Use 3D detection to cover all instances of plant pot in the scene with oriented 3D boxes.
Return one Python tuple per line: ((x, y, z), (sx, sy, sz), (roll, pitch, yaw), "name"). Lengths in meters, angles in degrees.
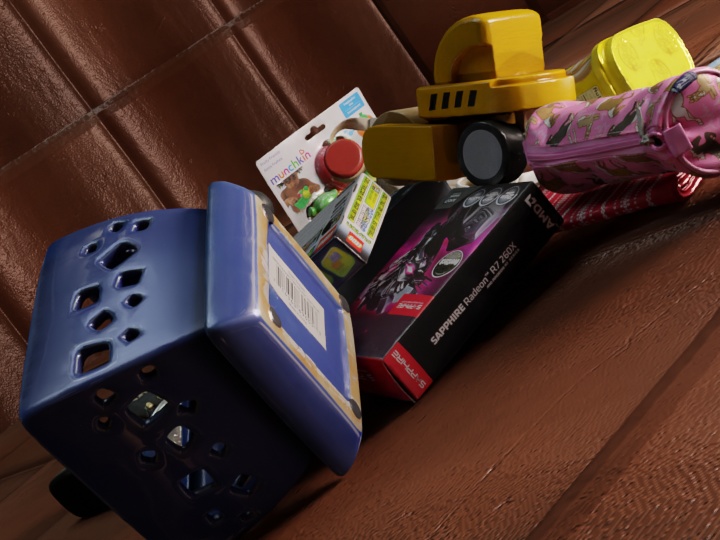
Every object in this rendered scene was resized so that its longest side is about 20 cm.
((-0.112, 0.065, 0.996), (0.180, 0.200, 0.200), (-27, 36, 17), "plant pot")

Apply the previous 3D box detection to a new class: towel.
((0.213, -0.071, 1.134), (0.200, 0.022, 0.145), (-18, 18, 45), "towel")

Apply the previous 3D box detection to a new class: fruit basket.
((-0.015, -0.111, 1.788), (0.185, 0.200, 0.094), (-38, 23, -22), "fruit basket")

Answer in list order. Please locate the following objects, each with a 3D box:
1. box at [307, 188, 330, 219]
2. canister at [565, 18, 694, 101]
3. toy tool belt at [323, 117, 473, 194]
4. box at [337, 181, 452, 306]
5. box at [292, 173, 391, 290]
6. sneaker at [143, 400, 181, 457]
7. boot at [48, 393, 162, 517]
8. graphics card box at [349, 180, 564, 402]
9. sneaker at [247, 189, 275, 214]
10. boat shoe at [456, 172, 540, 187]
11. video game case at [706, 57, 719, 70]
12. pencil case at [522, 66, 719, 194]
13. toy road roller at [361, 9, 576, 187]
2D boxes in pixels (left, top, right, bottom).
((-0.009, -0.123, 2.238), (0.200, 0.086, 0.164), (-36, 8, -3), "box")
((0.242, -0.180, 1.464), (0.200, 0.087, 0.148), (-31, -2, 43), "canister")
((0.063, -0.107, 1.560), (0.200, 0.125, 0.123), (3, -13, 8), "toy tool belt")
((0.000, 0.000, 1.300), (0.200, 0.079, 0.141), (-43, 8, -40), "box")
((-0.061, 0.012, 1.144), (0.200, 0.035, 0.110), (-41, 15, 31), "box")
((-0.128, 0.126, 1.303), (0.088, 0.075, 0.200), (-26, 13, 50), "sneaker")
((-0.239, 0.177, 1.451), (0.204, 0.073, 0.154), (-32, 12, 47), "boot")
((0.061, 0.014, 1.093), (0.200, 0.051, 0.125), (-47, 20, -19), "graphics card box")
((-0.106, 0.001, 1.352), (0.115, 0.075, 0.200), (-12, -45, -48), "sneaker")
((0.159, -0.093, 1.396), (0.071, 0.069, 0.200), (-38, 9, -30), "boat shoe")
((0.335, -0.168, 1.267), (0.182, 0.022, 0.200), (-36, 8, -3), "video game case")
((0.207, -0.103, 1.042), (0.200, 0.086, 0.083), (-2, 63, 65), "pencil case")
((0.099, -0.154, 1.209), (0.200, 0.146, 0.123), (2, 13, 45), "toy road roller")
